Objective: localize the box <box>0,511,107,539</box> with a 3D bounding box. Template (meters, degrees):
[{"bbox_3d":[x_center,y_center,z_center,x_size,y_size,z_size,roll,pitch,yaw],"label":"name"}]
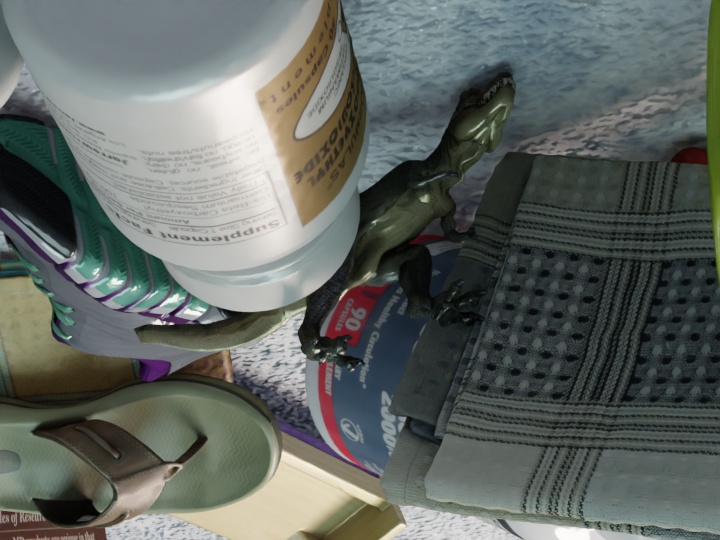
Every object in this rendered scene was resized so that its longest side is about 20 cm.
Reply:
[{"bbox_3d":[-0.242,0.216,1.200,0.165,0.201,0.164,-16,170,19],"label":"box"}]

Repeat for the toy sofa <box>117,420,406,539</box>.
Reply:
[{"bbox_3d":[-0.070,0.107,1.199,0.083,0.098,0.200,-40,141,16],"label":"toy sofa"}]

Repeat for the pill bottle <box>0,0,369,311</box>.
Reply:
[{"bbox_3d":[-0.056,-0.065,0.793,0.113,0.115,0.200,-6,154,6],"label":"pill bottle"}]

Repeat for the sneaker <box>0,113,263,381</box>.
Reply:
[{"bbox_3d":[-0.128,0.004,0.949,0.087,0.075,0.200,-31,141,22],"label":"sneaker"}]

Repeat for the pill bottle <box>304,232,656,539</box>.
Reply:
[{"bbox_3d":[0.080,0.060,0.962,0.199,0.120,0.119,18,175,45],"label":"pill bottle"}]

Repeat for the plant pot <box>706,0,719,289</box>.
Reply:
[{"bbox_3d":[0.217,-0.073,0.732,0.197,0.183,0.200,-8,154,12],"label":"plant pot"}]

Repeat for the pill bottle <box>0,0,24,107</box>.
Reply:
[{"bbox_3d":[-0.226,-0.071,0.767,0.199,0.110,0.109,-21,149,32],"label":"pill bottle"}]

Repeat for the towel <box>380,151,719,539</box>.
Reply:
[{"bbox_3d":[0.117,0.024,0.864,0.199,0.193,0.035,3,144,28],"label":"towel"}]

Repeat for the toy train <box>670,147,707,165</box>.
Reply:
[{"bbox_3d":[0.186,-0.001,0.947,0.084,0.117,0.200,4,153,-16],"label":"toy train"}]

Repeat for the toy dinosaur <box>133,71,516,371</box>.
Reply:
[{"bbox_3d":[0.000,0.000,0.893,0.199,0.088,0.048,-35,133,4],"label":"toy dinosaur"}]

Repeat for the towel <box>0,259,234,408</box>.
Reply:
[{"bbox_3d":[-0.163,0.058,1.061,0.198,0.022,0.148,-4,121,0],"label":"towel"}]

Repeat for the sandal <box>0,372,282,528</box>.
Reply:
[{"bbox_3d":[-0.137,0.101,1.041,0.199,0.057,0.080,-5,121,0],"label":"sandal"}]
